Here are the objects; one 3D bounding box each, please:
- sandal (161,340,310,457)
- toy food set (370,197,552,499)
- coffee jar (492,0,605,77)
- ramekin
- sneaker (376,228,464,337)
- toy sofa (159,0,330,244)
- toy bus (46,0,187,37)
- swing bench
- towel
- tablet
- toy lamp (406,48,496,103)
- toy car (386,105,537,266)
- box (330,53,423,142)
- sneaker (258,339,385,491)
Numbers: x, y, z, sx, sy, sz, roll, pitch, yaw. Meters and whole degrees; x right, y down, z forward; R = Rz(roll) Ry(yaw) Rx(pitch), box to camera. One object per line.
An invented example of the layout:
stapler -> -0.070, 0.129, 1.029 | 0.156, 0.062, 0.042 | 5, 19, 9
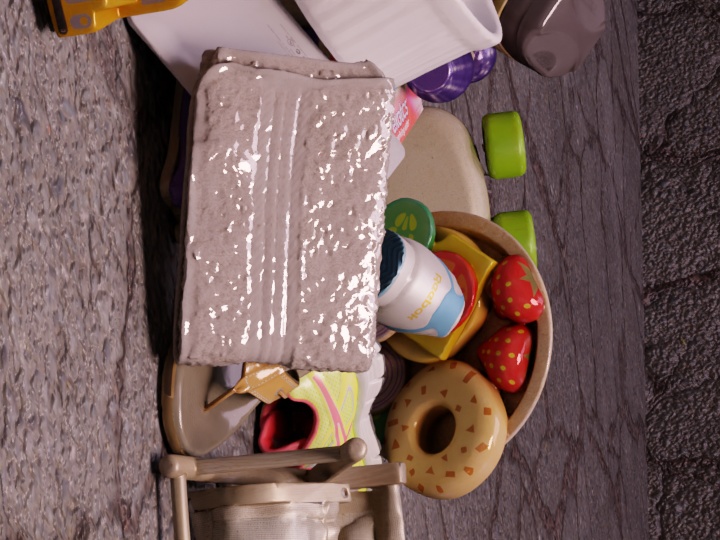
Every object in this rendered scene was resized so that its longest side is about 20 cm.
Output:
sandal -> -0.061, 0.056, 1.512 | 0.200, 0.054, 0.081 | -30, 110, -49
toy food set -> 0.050, 0.053, 1.708 | 0.049, 0.198, 0.200 | 12, 108, -54
coffee jar -> 0.094, -0.229, 1.815 | 0.085, 0.200, 0.104 | -56, 150, 0
ramekin -> 0.007, -0.220, 1.603 | 0.201, 0.098, 0.201 | 55, 14, -21
sneaker -> 0.000, 0.000, 1.673 | 0.081, 0.077, 0.200 | 34, -1, -31
toy sofa -> -0.074, -0.099, 1.564 | 0.098, 0.083, 0.200 | 67, 21, -51
toy bus -> -0.129, -0.192, 1.384 | 0.200, 0.078, 0.065 | -58, 140, -69
swing bench -> -0.038, 0.218, 1.487 | 0.200, 0.129, 0.200 | 48, 37, -76
towel -> -0.047, -0.037, 1.462 | 0.034, 0.132, 0.201 | 174, -80, -74
tablet -> -0.058, -0.121, 1.519 | 0.200, 0.014, 0.130 | 49, 41, -10
toy lamp -> 0.071, -0.165, 1.844 | 0.200, 0.058, 0.058 | -39, 122, -74
toy car -> 0.056, -0.056, 1.965 | 0.200, 0.164, 0.158 | -35, 118, -89
box -> -0.020, -0.140, 1.778 | 0.200, 0.094, 0.103 | -58, 139, -69
sneaker -> -0.038, 0.118, 1.669 | 0.090, 0.078, 0.200 | -32, 139, -30
